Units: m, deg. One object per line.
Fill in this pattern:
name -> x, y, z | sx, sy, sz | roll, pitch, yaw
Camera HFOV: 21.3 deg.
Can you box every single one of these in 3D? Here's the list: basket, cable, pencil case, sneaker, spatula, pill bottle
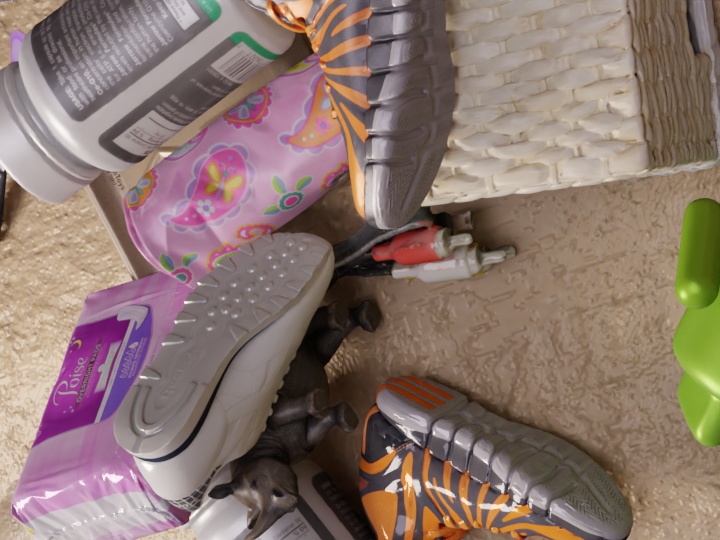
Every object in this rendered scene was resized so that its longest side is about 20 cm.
basket -> 0.105, -0.143, 1.177 | 0.200, 0.161, 0.199 | -6, 96, 25
cable -> 0.000, 0.000, 1.291 | 0.200, 0.097, 0.050 | -19, 70, 26
pencil case -> -0.065, -0.069, 1.281 | 0.200, 0.087, 0.088 | -36, 83, 13
sneaker -> -0.079, 0.060, 1.243 | 0.076, 0.200, 0.081 | 16, 148, 42
spatula -> -0.258, -0.090, 1.414 | 0.057, 0.021, 0.200 | 48, 132, 28
pill bottle -> -0.045, 0.205, 1.341 | 0.113, 0.113, 0.200 | -43, 80, 26
sneaker -> 0.085, 0.160, 1.291 | 0.200, 0.078, 0.112 | 29, 115, 29
sneaker -> -0.009, -0.127, 1.106 | 0.112, 0.078, 0.201 | 8, 101, 29
pill bottle -> -0.153, -0.139, 1.276 | 0.200, 0.113, 0.113 | -34, 84, 15

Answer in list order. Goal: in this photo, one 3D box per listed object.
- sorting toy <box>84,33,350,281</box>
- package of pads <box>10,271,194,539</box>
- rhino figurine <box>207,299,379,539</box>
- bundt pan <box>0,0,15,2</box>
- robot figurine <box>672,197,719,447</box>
sorting toy -> -0.114, -0.106, 1.363 | 0.200, 0.036, 0.185 | -30, 86, 23
package of pads -> -0.157, 0.096, 1.320 | 0.120, 0.200, 0.076 | -17, 130, 29
rhino figurine -> -0.050, 0.101, 1.289 | 0.087, 0.200, 0.060 | -17, 131, 33
bundt pan -> -0.273, -0.291, 1.378 | 0.201, 0.076, 0.202 | 6, 103, 25
robot figurine -> 0.265, 0.018, 1.153 | 0.175, 0.116, 0.200 | 23, 110, -8
